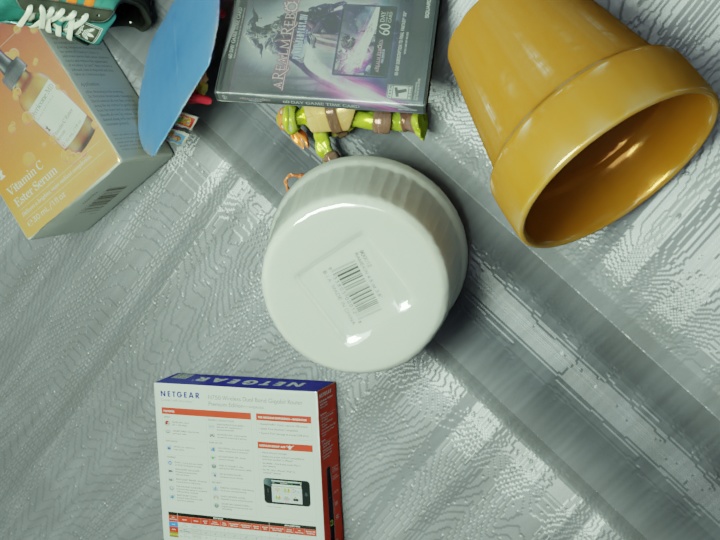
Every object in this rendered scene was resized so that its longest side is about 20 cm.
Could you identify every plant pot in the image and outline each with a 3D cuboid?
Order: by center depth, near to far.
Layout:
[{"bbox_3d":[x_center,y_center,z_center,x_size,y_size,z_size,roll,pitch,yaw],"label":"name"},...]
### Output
[{"bbox_3d":[0.175,-0.153,1.061,0.200,0.200,0.184,-42,65,23],"label":"plant pot"}]

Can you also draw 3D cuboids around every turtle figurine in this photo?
[{"bbox_3d":[-0.017,-0.149,1.201,0.160,0.064,0.201,-7,97,18],"label":"turtle figurine"}]

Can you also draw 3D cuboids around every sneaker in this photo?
[{"bbox_3d":[-0.294,-0.267,1.233,0.071,0.199,0.080,-31,82,49],"label":"sneaker"}]

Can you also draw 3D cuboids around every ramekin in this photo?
[{"bbox_3d":[0.000,0.000,1.166,0.199,0.098,0.202,3,112,8],"label":"ramekin"}]

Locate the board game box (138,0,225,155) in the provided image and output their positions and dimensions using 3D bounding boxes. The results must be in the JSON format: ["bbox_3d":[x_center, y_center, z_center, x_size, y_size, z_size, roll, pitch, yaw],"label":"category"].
[{"bbox_3d":[-0.168,-0.211,1.232,0.200,0.039,0.159,-49,38,40],"label":"board game box"}]

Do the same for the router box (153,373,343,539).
[{"bbox_3d":[-0.120,0.206,1.307,0.199,0.049,0.181,2,98,23],"label":"router box"}]

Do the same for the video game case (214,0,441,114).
[{"bbox_3d":[-0.028,-0.217,1.154,0.199,0.019,0.144,5,65,7],"label":"video game case"}]

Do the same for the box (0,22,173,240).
[{"bbox_3d":[-0.328,-0.160,1.311,0.152,0.106,0.201,-36,83,24],"label":"box"}]
